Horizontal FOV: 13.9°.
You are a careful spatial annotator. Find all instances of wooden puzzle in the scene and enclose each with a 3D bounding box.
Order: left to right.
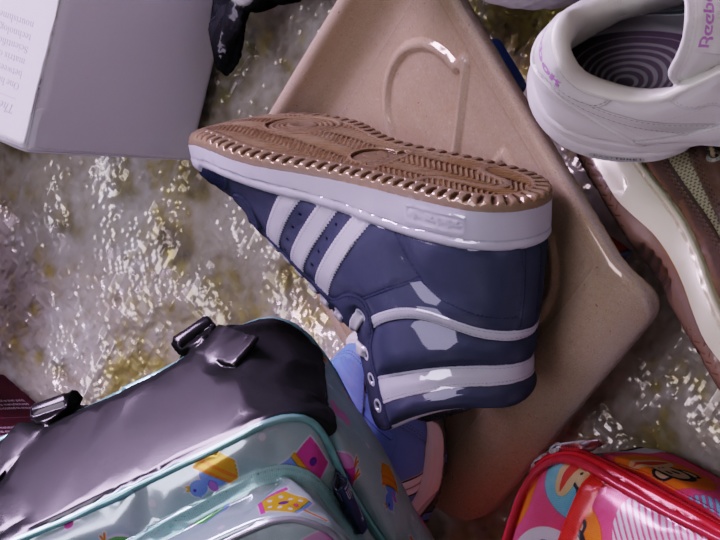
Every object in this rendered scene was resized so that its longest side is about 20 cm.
[{"bbox_3d":[0.041,-0.019,1.275,0.200,0.046,0.185,57,141,19],"label":"wooden puzzle"}]

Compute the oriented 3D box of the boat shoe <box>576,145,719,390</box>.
[{"bbox_3d":[0.165,0.006,1.184,0.075,0.075,0.203,-34,71,10],"label":"boat shoe"}]

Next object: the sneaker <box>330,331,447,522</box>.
[{"bbox_3d":[-0.025,0.108,1.306,0.076,0.077,0.201,49,131,30],"label":"sneaker"}]

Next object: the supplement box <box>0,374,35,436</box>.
[{"bbox_3d":[-0.160,0.126,1.417,0.200,0.109,0.061,38,112,34],"label":"supplement box"}]

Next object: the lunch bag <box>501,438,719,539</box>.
[{"bbox_3d":[0.107,0.176,1.225,0.176,0.082,0.201,29,108,40],"label":"lunch bag"}]

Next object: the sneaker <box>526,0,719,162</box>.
[{"bbox_3d":[0.162,-0.078,1.135,0.199,0.100,0.075,-4,77,6],"label":"sneaker"}]

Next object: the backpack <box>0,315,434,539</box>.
[{"bbox_3d":[-0.049,0.145,1.212,0.175,0.200,0.154,-27,36,7],"label":"backpack"}]

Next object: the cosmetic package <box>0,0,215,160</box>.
[{"bbox_3d":[-0.165,-0.175,1.416,0.199,0.123,0.201,23,102,37],"label":"cosmetic package"}]

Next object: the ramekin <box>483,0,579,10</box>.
[{"bbox_3d":[0.070,-0.197,1.190,0.094,0.202,0.203,-28,72,47],"label":"ramekin"}]

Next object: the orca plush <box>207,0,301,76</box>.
[{"bbox_3d":[0.007,-0.140,1.313,0.071,0.105,0.200,47,124,-9],"label":"orca plush"}]

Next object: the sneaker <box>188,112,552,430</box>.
[{"bbox_3d":[0.000,0.000,1.238,0.200,0.070,0.109,17,117,45],"label":"sneaker"}]
